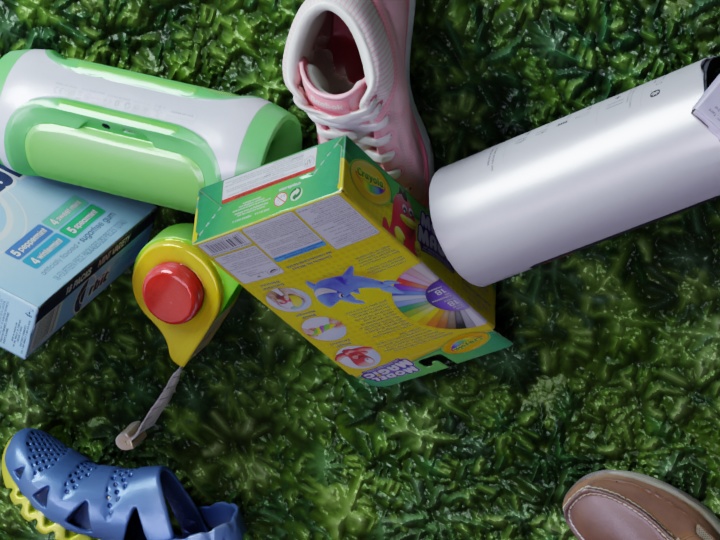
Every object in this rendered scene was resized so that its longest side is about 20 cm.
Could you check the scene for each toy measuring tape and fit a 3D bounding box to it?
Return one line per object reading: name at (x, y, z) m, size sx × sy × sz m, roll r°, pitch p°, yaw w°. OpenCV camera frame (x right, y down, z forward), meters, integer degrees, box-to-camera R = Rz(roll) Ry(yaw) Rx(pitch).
toy measuring tape at (-0.132, 0.031, 1.744) m, size 0.073 × 0.074 × 0.200 m, roll 37°, pitch 122°, yaw 5°

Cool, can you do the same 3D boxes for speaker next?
speaker at (-0.142, -0.086, 1.684) m, size 0.199 × 0.088 × 0.089 m, roll 14°, pitch 118°, yaw 18°
speaker at (0.141, -0.058, 1.573) m, size 0.199 × 0.081 × 0.082 m, roll -22°, pitch 103°, yaw 30°

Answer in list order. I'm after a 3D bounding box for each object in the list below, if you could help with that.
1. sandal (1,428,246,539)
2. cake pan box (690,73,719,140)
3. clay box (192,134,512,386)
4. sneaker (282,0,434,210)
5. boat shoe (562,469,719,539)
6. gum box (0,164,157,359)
sandal at (-0.155, 0.164, 1.815) m, size 0.199 × 0.080 × 0.087 m, roll 32°, pitch 119°, yaw -2°
cake pan box at (0.309, -0.098, 1.454) m, size 0.200 × 0.052 × 0.184 m, roll 40°, pitch 94°, yaw 2°
clay box at (0.000, 0.000, 1.640) m, size 0.114 × 0.048 × 0.200 m, roll -18°, pitch 141°, yaw 29°
sneaker at (-0.006, -0.092, 1.610) m, size 0.075 × 0.105 × 0.201 m, roll 6°, pitch 116°, yaw 19°
boat shoe at (0.211, 0.204, 1.665) m, size 0.200 × 0.072 × 0.076 m, roll 37°, pitch 122°, yaw 4°
gum box at (-0.259, -0.036, 1.709) m, size 0.199 × 0.170 × 0.045 m, roll 26°, pitch 121°, yaw 11°
